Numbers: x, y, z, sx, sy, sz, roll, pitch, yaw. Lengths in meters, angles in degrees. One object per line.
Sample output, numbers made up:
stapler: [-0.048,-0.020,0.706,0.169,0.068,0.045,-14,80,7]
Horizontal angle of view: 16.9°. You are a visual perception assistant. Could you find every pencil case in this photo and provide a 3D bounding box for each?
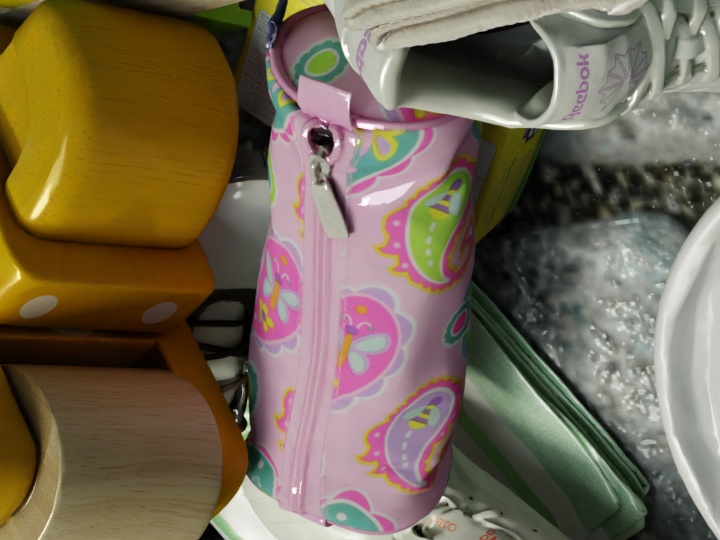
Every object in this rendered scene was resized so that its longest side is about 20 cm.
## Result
pencil case: [0.000,0.000,0.866,0.087,0.087,0.201,24,132,23]

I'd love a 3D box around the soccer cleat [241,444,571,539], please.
soccer cleat: [0.039,0.108,0.930,0.199,0.078,0.069,28,87,15]

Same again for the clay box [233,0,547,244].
clay box: [0.030,-0.117,0.860,0.115,0.048,0.200,33,130,15]

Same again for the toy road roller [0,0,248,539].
toy road roller: [-0.103,-0.006,0.869,0.146,0.123,0.201,-44,60,32]

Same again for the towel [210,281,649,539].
towel: [0.015,0.089,1.010,0.153,0.023,0.200,48,133,3]

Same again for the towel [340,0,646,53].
towel: [0.079,-0.146,0.700,0.034,0.200,0.132,44,152,-28]

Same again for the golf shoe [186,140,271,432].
golf shoe: [-0.061,0.028,0.973,0.200,0.077,0.095,123,141,-49]

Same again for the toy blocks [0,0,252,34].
toy blocks: [-0.076,-0.163,0.871,0.200,0.100,0.137,-5,79,55]

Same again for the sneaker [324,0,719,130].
sneaker: [0.088,-0.073,0.768,0.199,0.100,0.075,-2,125,-6]

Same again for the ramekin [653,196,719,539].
ramekin: [0.204,0.031,0.790,0.202,0.094,0.203,18,126,27]
